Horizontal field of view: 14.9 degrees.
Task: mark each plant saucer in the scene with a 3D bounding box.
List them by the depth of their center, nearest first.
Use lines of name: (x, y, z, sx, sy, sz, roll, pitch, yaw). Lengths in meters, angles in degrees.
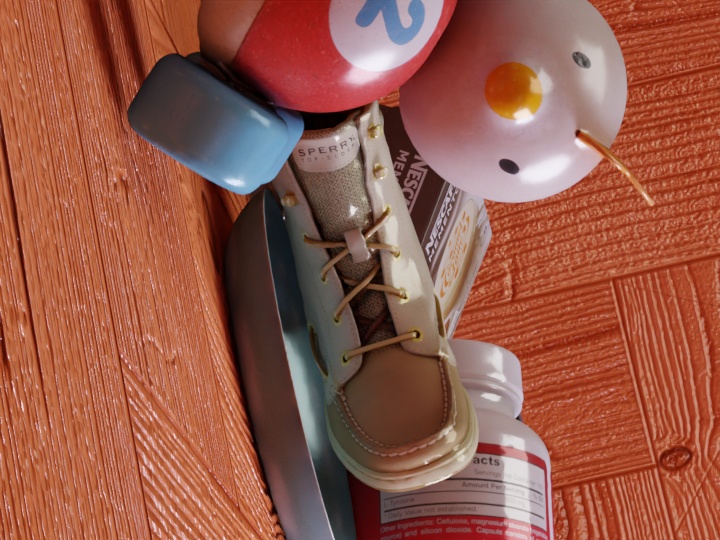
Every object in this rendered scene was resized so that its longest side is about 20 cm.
plant saucer: (-0.035, 0.059, 1.350, 0.200, 0.027, 0.200, -13, 90, -87)

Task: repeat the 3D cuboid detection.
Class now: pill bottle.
pill bottle: (0.046, 0.143, 1.442, 0.112, 0.112, 0.200, 70, 17, -65)

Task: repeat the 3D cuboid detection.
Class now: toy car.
toy car: (0.041, -0.087, 1.119, 0.184, 0.200, 0.177, -58, 180, 5)

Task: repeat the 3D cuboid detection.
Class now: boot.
boot: (0.000, 0.000, 1.340, 0.200, 0.072, 0.155, -107, -178, -57)

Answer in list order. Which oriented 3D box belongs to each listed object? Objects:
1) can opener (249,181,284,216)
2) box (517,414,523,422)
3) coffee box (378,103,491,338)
can opener: (-0.010, 0.017, 1.566, 0.067, 0.053, 0.200, -115, -177, -65)
box: (0.099, 0.208, 2.291, 0.200, 0.115, 0.132, -95, 171, -64)
coffee box: (0.027, -0.021, 1.872, 0.200, 0.080, 0.114, 67, 42, -69)
